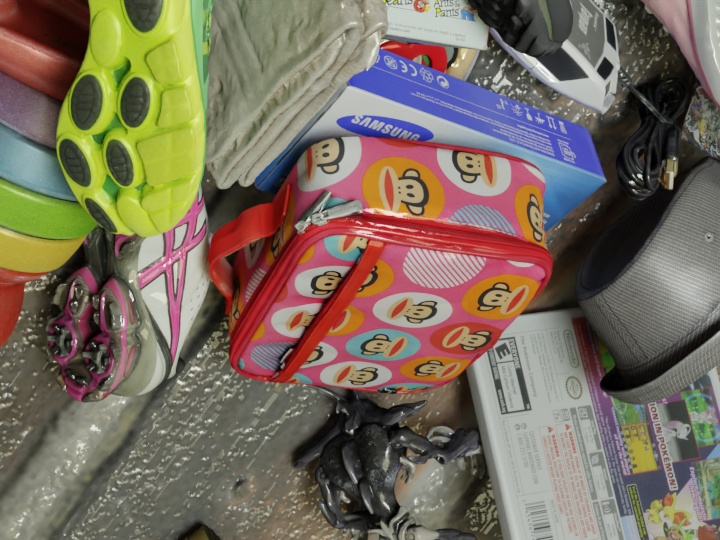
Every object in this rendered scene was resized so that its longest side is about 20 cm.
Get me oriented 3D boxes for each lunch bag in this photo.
[{"bbox_3d":[0.000,0.000,0.785,0.175,0.083,0.200,8,150,-17],"label":"lunch bag"}]

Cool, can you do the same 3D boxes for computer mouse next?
[{"bbox_3d":[0.127,-0.132,0.824,0.044,0.110,0.200,-26,123,40],"label":"computer mouse"}]

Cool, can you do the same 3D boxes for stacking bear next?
[{"bbox_3d":[-0.193,-0.042,0.720,0.113,0.122,0.201,26,110,-13],"label":"stacking bear"}]

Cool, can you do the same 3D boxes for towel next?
[{"bbox_3d":[-0.059,-0.152,0.657,0.034,0.201,0.132,2,149,-43],"label":"towel"}]

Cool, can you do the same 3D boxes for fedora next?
[{"bbox_3d":[0.208,-0.007,0.863,0.090,0.177,0.200,49,64,-2],"label":"fedora"}]

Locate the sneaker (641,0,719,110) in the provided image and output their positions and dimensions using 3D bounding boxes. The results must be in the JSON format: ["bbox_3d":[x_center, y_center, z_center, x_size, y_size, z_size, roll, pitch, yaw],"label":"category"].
[{"bbox_3d":[0.197,-0.172,0.805,0.075,0.105,0.201,-29,101,-13],"label":"sneaker"}]

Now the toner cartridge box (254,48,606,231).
[{"bbox_3d":[0.041,-0.066,0.804,0.199,0.043,0.095,14,137,-35],"label":"toner cartridge box"}]

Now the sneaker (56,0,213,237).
[{"bbox_3d":[-0.092,-0.111,0.620,0.073,0.084,0.202,11,113,14],"label":"sneaker"}]

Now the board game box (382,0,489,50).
[{"bbox_3d":[0.014,-0.222,0.696,0.104,0.103,0.202,5,99,-23],"label":"board game box"}]

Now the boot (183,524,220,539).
[{"bbox_3d":[-0.137,0.289,0.937,0.200,0.066,0.175,-39,109,0],"label":"boot"}]

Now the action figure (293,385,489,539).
[{"bbox_3d":[0.031,0.155,0.912,0.118,0.102,0.201,-27,83,25],"label":"action figure"}]

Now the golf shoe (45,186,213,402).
[{"bbox_3d":[-0.123,-0.024,0.795,0.092,0.072,0.202,-6,117,-53],"label":"golf shoe"}]

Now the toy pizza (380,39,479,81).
[{"bbox_3d":[-0.012,-0.149,0.788,0.198,0.032,0.202,-9,117,-17],"label":"toy pizza"}]

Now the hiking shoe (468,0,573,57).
[{"bbox_3d":[0.084,-0.203,0.630,0.100,0.076,0.202,-19,107,-14],"label":"hiking shoe"}]

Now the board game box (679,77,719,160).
[{"bbox_3d":[0.314,-0.159,0.856,0.158,0.097,0.202,-3,116,-31],"label":"board game box"}]

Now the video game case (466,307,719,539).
[{"bbox_3d":[0.171,0.122,0.921,0.181,0.023,0.202,-6,73,-18],"label":"video game case"}]
